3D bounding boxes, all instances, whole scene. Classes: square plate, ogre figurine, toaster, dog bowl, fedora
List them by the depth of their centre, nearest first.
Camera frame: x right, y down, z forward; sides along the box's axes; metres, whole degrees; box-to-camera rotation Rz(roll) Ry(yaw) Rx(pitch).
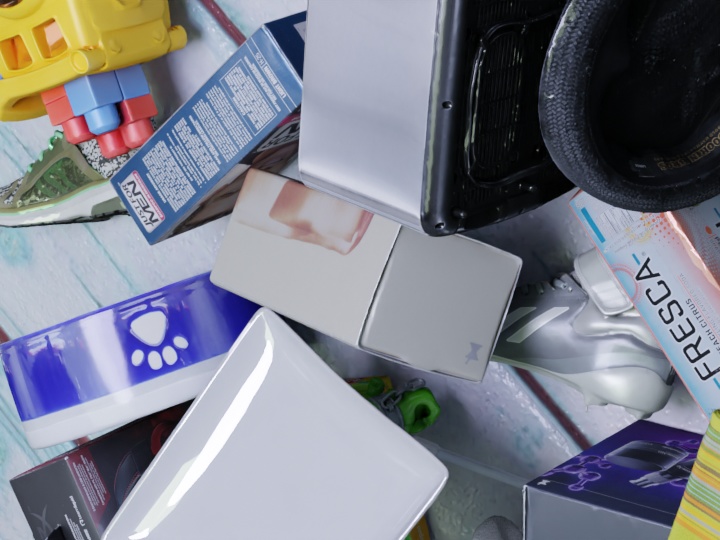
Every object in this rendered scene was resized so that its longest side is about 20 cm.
[{"bbox_3d":[0.174,-0.137,1.243,0.092,0.200,0.201,-133,43,-56],"label":"fedora"},{"bbox_3d":[0.066,-0.120,1.312,0.119,0.181,0.200,20,117,36],"label":"toaster"},{"bbox_3d":[-0.055,0.155,1.394,0.200,0.028,0.198,40,98,38],"label":"square plate"},{"bbox_3d":[-0.046,0.130,1.501,0.200,0.120,0.098,1,106,39],"label":"ogre figurine"},{"bbox_3d":[-0.151,0.057,1.540,0.200,0.200,0.079,-19,91,42],"label":"dog bowl"}]

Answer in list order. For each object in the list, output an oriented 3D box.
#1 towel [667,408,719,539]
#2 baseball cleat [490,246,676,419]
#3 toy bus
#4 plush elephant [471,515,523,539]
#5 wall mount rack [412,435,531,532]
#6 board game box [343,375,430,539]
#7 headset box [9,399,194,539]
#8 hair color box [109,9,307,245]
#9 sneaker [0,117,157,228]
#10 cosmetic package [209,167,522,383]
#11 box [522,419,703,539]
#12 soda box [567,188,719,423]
[{"bbox_3d":[0.206,0.180,1.227,0.086,0.018,0.200,34,123,33],"label":"towel"},{"bbox_3d":[0.123,0.023,1.403,0.200,0.070,0.107,21,102,31],"label":"baseball cleat"},{"bbox_3d":[-0.221,-0.167,1.558,0.200,0.136,0.192,-13,97,43],"label":"toy bus"},{"bbox_3d":[0.035,0.238,1.391,0.200,0.165,0.155,11,110,28],"label":"plush elephant"},{"bbox_3d":[0.089,0.201,1.479,0.174,0.075,0.200,44,128,20],"label":"wall mount rack"},{"bbox_3d":[0.003,0.176,1.573,0.095,0.030,0.200,-6,99,42],"label":"board game box"},{"bbox_3d":[-0.151,0.184,1.588,0.075,0.200,0.149,-24,90,42],"label":"headset box"},{"bbox_3d":[-0.075,-0.100,1.485,0.200,0.100,0.061,-39,80,42],"label":"hair color box"},{"bbox_3d":[-0.212,-0.080,1.638,0.200,0.077,0.089,-6,89,36],"label":"sneaker"},{"bbox_3d":[0.000,0.000,1.403,0.200,0.103,0.087,22,93,56],"label":"cosmetic package"},{"bbox_3d":[0.217,0.164,1.314,0.200,0.141,0.079,12,114,36],"label":"box"},{"bbox_3d":[0.213,0.017,1.311,0.064,0.068,0.200,-38,80,42],"label":"soda box"}]
